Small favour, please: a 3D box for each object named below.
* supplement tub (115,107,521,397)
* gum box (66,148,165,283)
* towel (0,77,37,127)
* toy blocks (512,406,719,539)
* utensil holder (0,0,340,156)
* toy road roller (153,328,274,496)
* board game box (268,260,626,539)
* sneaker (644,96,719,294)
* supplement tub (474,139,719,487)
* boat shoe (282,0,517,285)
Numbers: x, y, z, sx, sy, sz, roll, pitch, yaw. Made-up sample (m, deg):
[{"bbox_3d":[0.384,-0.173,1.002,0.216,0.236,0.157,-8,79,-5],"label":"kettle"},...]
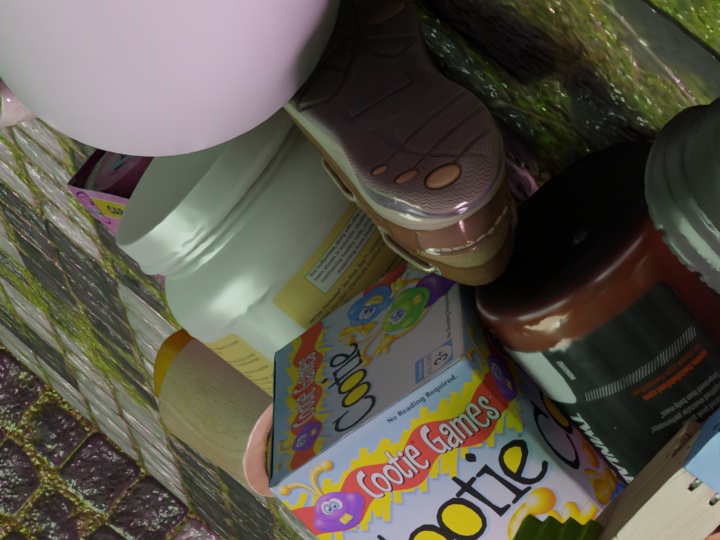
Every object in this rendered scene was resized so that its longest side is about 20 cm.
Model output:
[{"bbox_3d":[0.000,0.000,1.142,0.200,0.146,0.145,39,168,-16],"label":"supplement tub"},{"bbox_3d":[-0.067,-0.023,1.303,0.114,0.066,0.200,46,166,-23],"label":"gum box"},{"bbox_3d":[-0.132,-0.095,1.147,0.200,0.132,0.035,-1,107,69],"label":"towel"},{"bbox_3d":[0.172,0.119,0.912,0.200,0.100,0.137,36,135,0],"label":"toy blocks"},{"bbox_3d":[-0.088,-0.148,0.926,0.170,0.170,0.200,39,169,14],"label":"utensil holder"},{"bbox_3d":[-0.019,0.096,1.425,0.123,0.199,0.147,31,127,39],"label":"toy road roller"},{"bbox_3d":[0.063,0.102,1.051,0.200,0.103,0.105,47,-160,-24],"label":"board game box"},{"bbox_3d":[0.188,0.010,0.842,0.200,0.076,0.091,39,157,-2],"label":"sneaker"},{"bbox_3d":[0.143,0.049,1.010,0.200,0.107,0.107,48,166,-22],"label":"supplement tub"},{"bbox_3d":[0.011,-0.059,1.026,0.072,0.075,0.200,64,180,-38],"label":"boat shoe"}]
